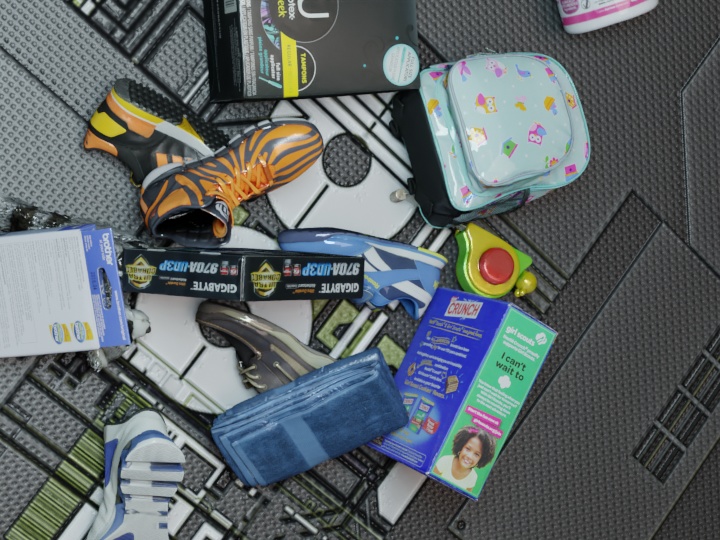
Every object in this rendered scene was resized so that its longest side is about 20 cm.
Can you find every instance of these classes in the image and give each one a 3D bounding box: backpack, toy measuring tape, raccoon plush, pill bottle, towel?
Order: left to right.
[{"bbox_3d":[-0.304,0.013,1.464,0.198,0.097,0.135,22,101,8],"label":"raccoon plush"},{"bbox_3d":[-0.051,0.163,1.528,0.198,0.049,0.112,-24,129,4],"label":"towel"},{"bbox_3d":[0.112,-0.019,1.622,0.199,0.074,0.074,28,84,-13],"label":"toy measuring tape"},{"bbox_3d":[0.155,-0.155,1.578,0.198,0.153,0.178,-13,81,-30],"label":"backpack"},{"bbox_3d":[0.259,-0.381,1.625,0.112,0.113,0.202,-22,102,-19],"label":"pill bottle"}]

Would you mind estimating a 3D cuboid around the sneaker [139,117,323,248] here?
[{"bbox_3d":[-0.122,-0.077,1.427,0.198,0.112,0.078,-24,123,1],"label":"sneaker"}]

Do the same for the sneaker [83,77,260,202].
[{"bbox_3d":[-0.196,-0.116,1.496,0.199,0.070,0.090,32,112,-30],"label":"sneaker"}]

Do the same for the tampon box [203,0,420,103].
[{"bbox_3d":[-0.052,-0.257,1.500,0.198,0.126,0.152,-7,97,-22],"label":"tampon box"}]

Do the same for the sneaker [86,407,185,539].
[{"bbox_3d":[-0.234,0.222,1.492,0.080,0.116,0.201,11,119,-20],"label":"sneaker"}]

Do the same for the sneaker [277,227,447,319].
[{"bbox_3d":[0.000,0.000,1.572,0.198,0.074,0.083,13,93,-20],"label":"sneaker"}]

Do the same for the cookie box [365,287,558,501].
[{"bbox_3d":[0.107,0.130,1.573,0.075,0.171,0.202,29,84,-24],"label":"cookie box"}]

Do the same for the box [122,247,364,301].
[{"bbox_3d":[-0.114,0.003,1.436,0.199,0.158,0.047,-1,94,-55],"label":"box"}]

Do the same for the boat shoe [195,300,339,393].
[{"bbox_3d":[-0.095,0.099,1.540,0.199,0.074,0.074,30,83,-20],"label":"boat shoe"}]

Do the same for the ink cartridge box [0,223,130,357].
[{"bbox_3d":[-0.318,0.021,1.403,0.198,0.042,0.121,-5,99,18],"label":"ink cartridge box"}]
